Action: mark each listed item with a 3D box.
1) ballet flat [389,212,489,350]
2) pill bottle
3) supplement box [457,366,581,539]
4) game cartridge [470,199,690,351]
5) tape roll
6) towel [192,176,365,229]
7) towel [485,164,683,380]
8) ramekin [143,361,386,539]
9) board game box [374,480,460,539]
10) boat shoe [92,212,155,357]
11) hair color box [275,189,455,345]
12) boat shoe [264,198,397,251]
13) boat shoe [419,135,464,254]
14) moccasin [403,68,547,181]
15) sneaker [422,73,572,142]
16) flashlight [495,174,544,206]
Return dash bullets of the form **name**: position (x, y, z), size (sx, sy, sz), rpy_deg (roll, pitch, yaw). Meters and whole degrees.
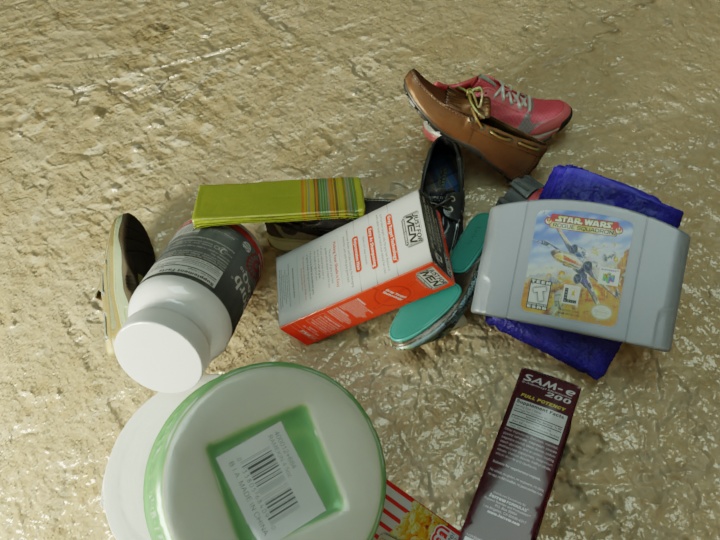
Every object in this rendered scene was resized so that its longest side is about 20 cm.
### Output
- **ballet flat**: position (0.111, 0.026, 0.775), size (0.074, 0.074, 0.200), rpy_deg (32, 72, 27)
- **pill bottle**: position (-0.188, 0.033, 0.762), size (0.115, 0.117, 0.201), rpy_deg (0, 35, 11)
- **supplement box**: position (0.143, 0.205, 0.628), size (0.060, 0.109, 0.201), rpy_deg (18, 61, 21)
- **game cartridge**: position (0.221, -0.003, 0.695), size (0.198, 0.041, 0.134), rpy_deg (10, 92, 23)
- **tape roll**: position (-0.157, 0.213, 0.703), size (0.200, 0.071, 0.204), rpy_deg (-5, 57, 8)
- **towel**: position (-0.095, -0.081, 0.806), size (0.198, 0.018, 0.086), rpy_deg (-3, 35, -3)
- **towel**: position (0.233, -0.004, 0.730), size (0.147, 0.049, 0.201), rpy_deg (26, 93, 29)
- **ramekin**: position (-0.074, 0.171, 0.552), size (0.198, 0.098, 0.202), rpy_deg (5, 70, -14)
- **board game box**: position (-0.026, 0.251, 0.618), size (0.199, 0.046, 0.152), rpy_deg (35, 66, -2)
- **boat shoe**: position (-0.308, 0.016, 0.867), size (0.076, 0.072, 0.201), rpy_deg (-25, 53, 13)
- **hair color box**: position (0.000, 0.000, 0.776), size (0.199, 0.061, 0.102), rpy_deg (-24, 53, 24)
- **boat shoe**: position (-0.032, -0.065, 0.848), size (0.198, 0.065, 0.074), rpy_deg (-6, 43, 15)
- **boat shoe**: position (0.101, -0.085, 0.850), size (0.069, 0.066, 0.201), rpy_deg (4, 58, 14)
- **moccasin**: position (0.143, -0.191, 0.850), size (0.201, 0.078, 0.074), rpy_deg (35, 29, -3)
- **sneaker**: position (0.179, -0.216, 0.899), size (0.198, 0.087, 0.074), rpy_deg (-1, 42, 10)
- **flashlight**: position (0.249, -0.031, 0.791), size (0.200, 0.068, 0.068), rpy_deg (43, 98, 25)
